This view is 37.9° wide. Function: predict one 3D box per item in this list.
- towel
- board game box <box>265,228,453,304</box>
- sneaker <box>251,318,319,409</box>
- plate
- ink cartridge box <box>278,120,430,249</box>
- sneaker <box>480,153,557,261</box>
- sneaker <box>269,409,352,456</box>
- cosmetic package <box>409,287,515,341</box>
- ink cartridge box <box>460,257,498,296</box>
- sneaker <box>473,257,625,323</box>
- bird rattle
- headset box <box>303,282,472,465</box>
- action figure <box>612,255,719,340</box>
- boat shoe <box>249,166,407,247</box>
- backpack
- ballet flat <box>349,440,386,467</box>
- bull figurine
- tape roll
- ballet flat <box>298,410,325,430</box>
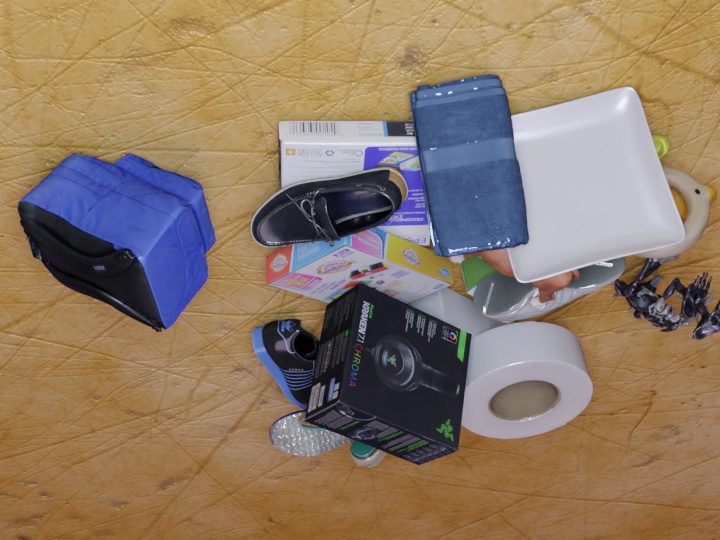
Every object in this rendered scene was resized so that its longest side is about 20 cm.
[{"bbox_3d":[0.123,-0.116,1.180,0.111,0.201,0.049,-8,171,0],"label":"towel"},{"bbox_3d":[0.000,0.000,1.372,0.200,0.041,0.153,20,147,-41],"label":"board game box"},{"bbox_3d":[-0.085,0.141,1.559,0.078,0.070,0.200,-15,140,18],"label":"sneaker"},{"bbox_3d":[0.249,-0.098,1.212,0.199,0.200,0.032,-14,163,0],"label":"plate"},{"bbox_3d":[-0.002,-0.103,1.290,0.197,0.044,0.200,-1,143,-5],"label":"ink cartridge box"},{"bbox_3d":[0.179,-0.086,1.325,0.089,0.079,0.200,20,141,-1],"label":"sneaker"},{"bbox_3d":[-0.054,0.246,1.669,0.199,0.070,0.099,-9,180,-19],"label":"sneaker"},{"bbox_3d":[0.155,0.104,1.545,0.200,0.071,0.101,26,132,-33],"label":"cosmetic package"},{"bbox_3d":[0.246,-0.018,1.416,0.200,0.059,0.104,-34,133,30],"label":"ink cartridge box"},{"bbox_3d":[0.249,0.016,1.368,0.200,0.071,0.080,-19,154,20],"label":"sneaker"},{"bbox_3d":[0.330,-0.077,1.251,0.163,0.200,0.113,24,145,29],"label":"bird rattle"},{"bbox_3d":[0.045,0.142,1.382,0.199,0.175,0.093,26,147,-23],"label":"headset box"},{"bbox_3d":[0.434,0.033,1.460,0.119,0.200,0.102,44,84,-16],"label":"action figure"},{"bbox_3d":[-0.041,-0.068,1.230,0.199,0.062,0.075,-14,119,16],"label":"boat shoe"},{"bbox_3d":[-0.283,-0.046,1.233,0.199,0.168,0.163,20,141,19],"label":"backpack"},{"bbox_3d":[0.061,0.228,1.628,0.200,0.069,0.070,-45,140,-12],"label":"ballet flat"},{"bbox_3d":[0.169,-0.031,1.269,0.200,0.065,0.121,34,162,8],"label":"bull figurine"},{"bbox_3d":[0.230,0.161,1.513,0.201,0.071,0.203,-5,139,-4],"label":"tape roll"},{"bbox_3d":[0.003,0.201,1.571,0.199,0.071,0.066,-3,109,7],"label":"ballet flat"}]
